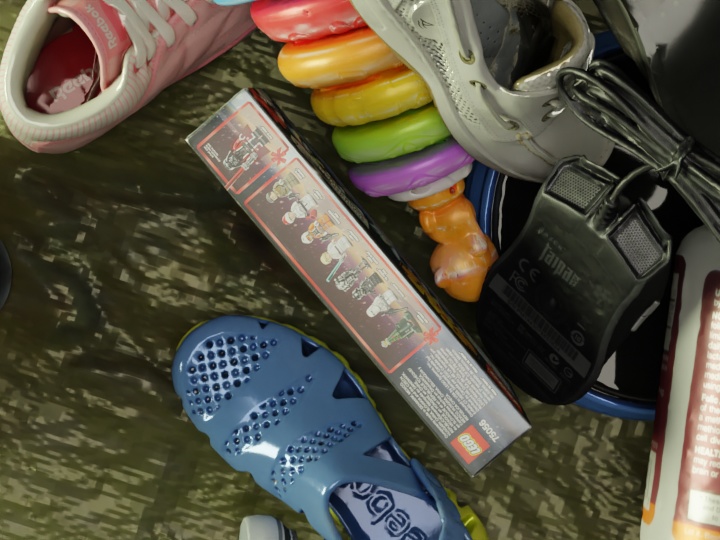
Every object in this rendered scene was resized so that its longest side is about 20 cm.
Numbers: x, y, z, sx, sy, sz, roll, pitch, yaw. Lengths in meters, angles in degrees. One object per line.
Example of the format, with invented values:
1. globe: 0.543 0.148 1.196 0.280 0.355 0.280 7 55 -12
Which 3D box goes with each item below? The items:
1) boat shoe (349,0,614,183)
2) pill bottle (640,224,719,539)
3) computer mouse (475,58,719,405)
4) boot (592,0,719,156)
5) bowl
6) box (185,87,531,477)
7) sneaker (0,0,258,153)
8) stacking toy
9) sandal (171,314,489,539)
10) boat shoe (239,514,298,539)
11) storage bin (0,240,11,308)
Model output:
1. boat shoe: 0.070 -0.093 0.876 0.069 0.200 0.071 8 71 39
2. pill bottle: 0.198 0.041 0.926 0.114 0.114 0.201 7 94 -2
3. computer mouse: 0.130 0.004 0.888 0.140 0.200 0.046 40 52 21
4. boot: 0.115 -0.149 0.893 0.069 0.174 0.200 -35 115 2
5. bowl: 0.151 -0.023 0.996 0.199 0.039 0.202 0 93 -2
6. box: 0.000 0.000 0.945 0.040 0.137 0.200 -40 94 4
7. sneaker: -0.095 -0.130 0.952 0.200 0.105 0.075 -42 92 0
8. stacking toy: 0.023 -0.076 0.940 0.116 0.109 0.201 -38 113 -42
9. sandal: -0.011 0.097 0.978 0.200 0.087 0.080 41 94 -2
10. boat shoe: -0.023 0.218 0.995 0.066 0.070 0.201 -6 94 -9
11. storage bin: -0.274 0.034 0.942 0.200 0.134 0.146 -40 94 2
